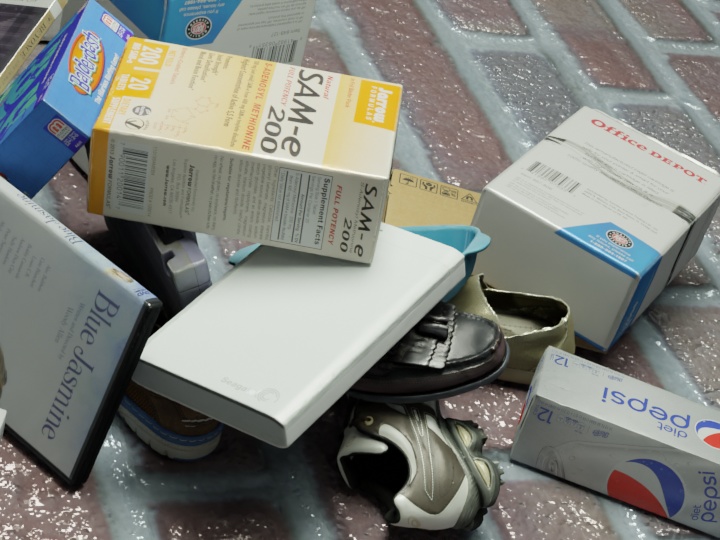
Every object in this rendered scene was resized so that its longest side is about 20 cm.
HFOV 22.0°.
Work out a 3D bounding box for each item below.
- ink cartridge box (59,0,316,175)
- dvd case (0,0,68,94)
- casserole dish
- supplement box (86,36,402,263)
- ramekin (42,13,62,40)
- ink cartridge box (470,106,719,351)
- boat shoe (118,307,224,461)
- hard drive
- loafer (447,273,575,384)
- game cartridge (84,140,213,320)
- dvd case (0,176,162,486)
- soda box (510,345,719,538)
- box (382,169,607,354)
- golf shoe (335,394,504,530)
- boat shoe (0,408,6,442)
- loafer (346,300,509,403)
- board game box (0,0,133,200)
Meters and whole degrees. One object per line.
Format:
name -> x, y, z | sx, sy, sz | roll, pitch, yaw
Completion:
ink cartridge box -> -0.146, -0.171, 1.477 | 0.146, 0.201, 0.145 | -13, 43, -37
dvd case -> -0.326, -0.142, 1.393 | 0.148, 0.016, 0.201 | 9, 56, 32
casserole dish -> 0.000, 0.000, 1.375 | 0.198, 0.039, 0.121 | -2, 15, 15
supplement box -> -0.076, -0.085, 1.263 | 0.198, 0.074, 0.126 | 10, 36, -1
ramekin -> -0.293, -0.292, 1.668 | 0.199, 0.098, 0.201 | 13, 35, -9
ink cartridge box -> 0.193, -0.039, 1.515 | 0.144, 0.085, 0.200 | 31, 37, 17
boat shoe -> -0.166, 0.045, 1.279 | 0.199, 0.073, 0.072 | 33, 37, 21
hard drive -> -0.039, 0.030, 1.221 | 0.131, 0.026, 0.200 | 20, 44, 31
loafer -> 0.073, 0.037, 1.406 | 0.198, 0.069, 0.076 | 6, 36, -16
game cartridge -> -0.148, -0.021, 1.334 | 0.038, 0.130, 0.200 | -26, 49, -11
dvd case -> -0.228, 0.028, 1.215 | 0.199, 0.144, 0.017 | 35, 23, 23
soda box -> 0.214, 0.130, 1.348 | 0.198, 0.064, 0.068 | 21, 33, 2
box -> 0.112, -0.009, 1.532 | 0.198, 0.021, 0.164 | 16, 34, -4
golf shoe -> 0.015, 0.100, 1.287 | 0.094, 0.078, 0.200 | -7, 41, -32
boat shoe -> -0.268, 0.147, 1.100 | 0.065, 0.072, 0.201 | 22, 42, -3
loafer -> 0.001, 0.046, 1.261 | 0.198, 0.063, 0.072 | 0, 44, 14
board game box -> -0.250, -0.083, 1.310 | 0.045, 0.200, 0.153 | 38, 29, -19
